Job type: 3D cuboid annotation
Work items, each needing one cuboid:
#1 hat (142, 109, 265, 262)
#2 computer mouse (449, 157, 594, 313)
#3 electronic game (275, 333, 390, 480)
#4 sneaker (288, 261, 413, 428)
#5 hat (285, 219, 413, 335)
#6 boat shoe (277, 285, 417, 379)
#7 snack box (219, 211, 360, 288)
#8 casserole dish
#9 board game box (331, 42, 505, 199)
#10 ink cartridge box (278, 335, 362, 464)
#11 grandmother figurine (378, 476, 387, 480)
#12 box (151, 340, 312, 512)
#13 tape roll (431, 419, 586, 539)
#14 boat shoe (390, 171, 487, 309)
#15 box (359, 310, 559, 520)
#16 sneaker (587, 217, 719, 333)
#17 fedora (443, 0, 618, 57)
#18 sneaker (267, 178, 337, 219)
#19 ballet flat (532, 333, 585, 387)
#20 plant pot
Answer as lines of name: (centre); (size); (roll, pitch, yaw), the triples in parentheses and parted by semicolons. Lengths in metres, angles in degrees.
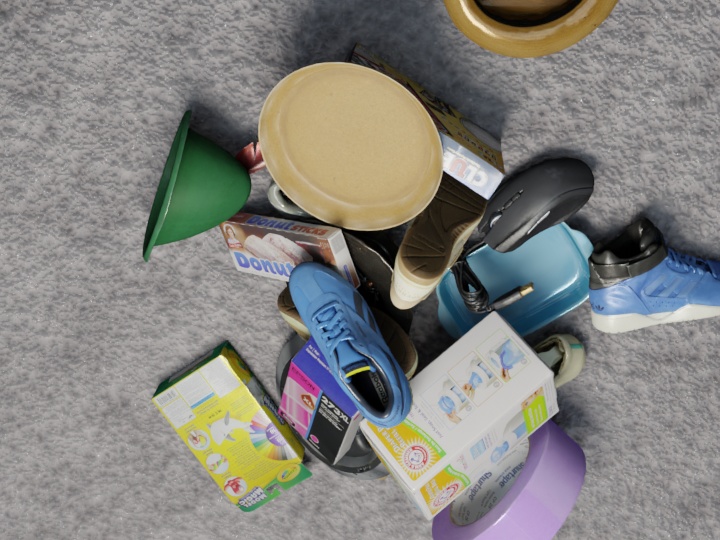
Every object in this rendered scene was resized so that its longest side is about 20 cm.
hat: (-0.134, -0.079, 1.381); (0.173, 0.167, 0.201); (17, 129, -14)
computer mouse: (0.175, -0.042, 1.368); (0.198, 0.142, 0.046); (-29, 144, 16)
electronic game: (-0.021, 0.161, 1.485); (0.197, 0.041, 0.203); (17, 122, 29)
sneaker: (-0.013, 0.072, 1.276); (0.066, 0.078, 0.202); (-35, 77, 7)
hat: (0.000, 0.000, 1.419); (0.199, 0.081, 0.202); (28, 146, 21)
boat shoe: (-0.008, 0.079, 1.385); (0.071, 0.199, 0.077); (-40, 138, -21)
snack box: (-0.083, -0.022, 1.392); (0.198, 0.024, 0.073); (11, 131, 46)
casserole dish: (0.180, 0.011, 1.442); (0.198, 0.039, 0.122); (-30, 106, 15)
board game box: (0.064, -0.163, 1.329); (0.198, 0.136, 0.035); (33, 110, -8)
ink cartridge box: (-0.040, 0.145, 1.395); (0.094, 0.037, 0.201); (41, 151, 13)
grandmother figurine: (0.097, 0.210, 1.481); (0.198, 0.061, 0.123); (-17, 109, 38)
box: (-0.155, 0.200, 1.548); (0.116, 0.048, 0.201); (-31, 104, 16)
tape roll: (0.173, 0.264, 1.458); (0.066, 0.201, 0.200); (41, 110, -11)
boat shoe: (0.081, -0.036, 1.347); (0.071, 0.201, 0.065); (28, 134, 2)
box: (0.111, 0.162, 1.366); (0.199, 0.102, 0.113); (-38, 151, -8)
sneaker: (0.351, -0.006, 1.390); (0.196, 0.077, 0.113); (-11, 113, 2)
fedora: (0.176, -0.321, 1.283); (0.197, 0.082, 0.204); (0, 110, 0)
sneaker: (-0.012, -0.087, 1.383); (0.196, 0.099, 0.079); (-9, 97, 8)
ballet flat: (0.179, 0.141, 1.478); (0.199, 0.070, 0.070); (-39, 104, 15)
plant pot: (-0.008, -0.130, 1.272); (0.196, 0.028, 0.202); (10, 130, 11)
